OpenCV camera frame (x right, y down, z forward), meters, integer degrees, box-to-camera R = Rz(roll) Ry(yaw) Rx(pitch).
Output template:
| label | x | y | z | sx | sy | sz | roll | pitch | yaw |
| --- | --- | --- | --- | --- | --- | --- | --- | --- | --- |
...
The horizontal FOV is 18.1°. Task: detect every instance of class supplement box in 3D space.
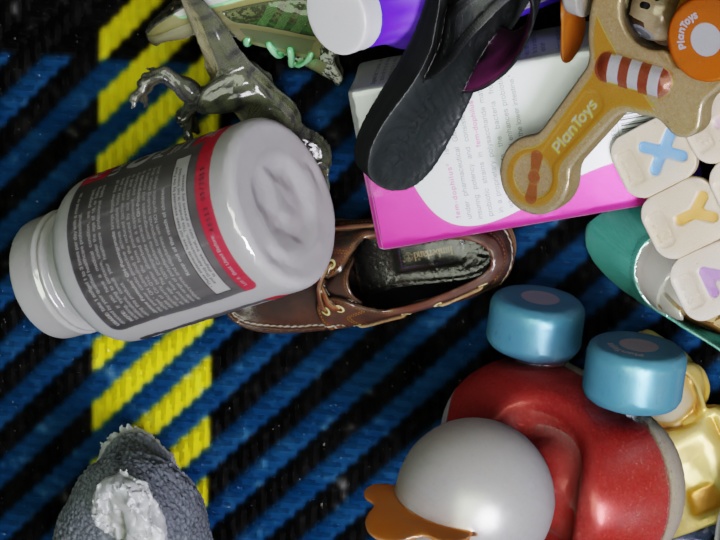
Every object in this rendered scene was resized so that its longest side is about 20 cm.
| label | x | y | z | sx | sy | sz | roll | pitch | yaw |
| --- | --- | --- | --- | --- | --- | --- | --- | --- | --- |
| supplement box | 0.100 | -0.088 | 1.375 | 0.198 | 0.103 | 0.102 | -9 | 105 | 5 |

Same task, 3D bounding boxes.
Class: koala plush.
| label | x | y | z | sx | sy | sz | roll | pitch | yaw |
| --- | --- | --- | --- | --- | --- | --- | --- | --- | --- |
| koala plush | -0.136 | 0.207 | 1.464 | 0.182 | 0.177 | 0.202 | -10 | 97 | 1 |

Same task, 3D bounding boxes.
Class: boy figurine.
| label | x | y | z | sx | sy | sz | roll | pitch | yaw |
| --- | --- | --- | --- | --- | --- | --- | --- | --- | --- |
| boy figurine | 0.217 | 0.133 | 1.425 | 0.123 | 0.064 | 0.201 | -14 | 99 | 17 |

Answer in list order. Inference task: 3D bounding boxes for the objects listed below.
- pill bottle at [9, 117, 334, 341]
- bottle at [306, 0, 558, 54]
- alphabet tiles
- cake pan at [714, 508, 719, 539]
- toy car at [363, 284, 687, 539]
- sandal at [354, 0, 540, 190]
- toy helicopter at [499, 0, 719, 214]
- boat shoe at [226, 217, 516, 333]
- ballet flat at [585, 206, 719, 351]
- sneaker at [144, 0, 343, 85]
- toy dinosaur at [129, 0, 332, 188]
| label | x | y | z | sx | sy | sz | roll | pitch | yaw |
| --- | --- | --- | --- | --- | --- | --- | --- | --- | --- |
| pill bottle | -0.124 | -0.018 | 1.428 | 0.199 | 0.111 | 0.111 | -17 | 96 | 33 |
| bottle | 0.052 | -0.177 | 1.334 | 0.084 | 0.199 | 0.066 | 44 | 135 | 22 |
| alphabet tiles | 0.244 | -0.060 | 1.274 | 0.195 | 0.015 | 0.201 | -26 | 89 | 27 |
| cake pan | 0.313 | 0.180 | 1.363 | 0.199 | 0.037 | 0.202 | 5 | 66 | -12 |
| toy car | 0.075 | 0.125 | 1.358 | 0.176 | 0.199 | 0.186 | 27 | 117 | 47 |
| sandal | 0.066 | -0.129 | 1.278 | 0.048 | 0.075 | 0.201 | 41 | 114 | 40 |
| toy helicopter | 0.138 | -0.115 | 1.268 | 0.132 | 0.079 | 0.200 | 46 | 121 | 13 |
| boat shoe | 0.000 | 0.000 | 1.443 | 0.199 | 0.070 | 0.071 | -14 | 100 | 15 |
| ballet flat | 0.228 | 0.019 | 1.398 | 0.199 | 0.070 | 0.068 | 31 | 105 | 5 |
| sneaker | -0.040 | -0.154 | 1.428 | 0.198 | 0.077 | 0.089 | -10 | 109 | 16 |
| toy dinosaur | -0.091 | -0.113 | 1.428 | 0.088 | 0.048 | 0.200 | -13 | 137 | 26 |
